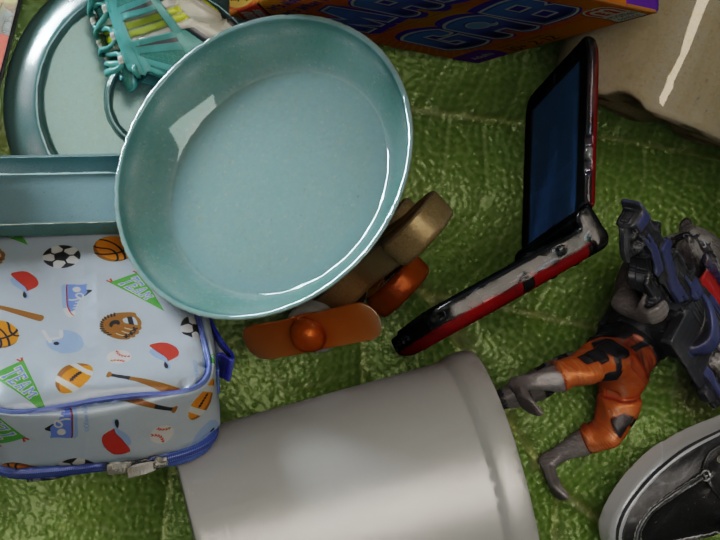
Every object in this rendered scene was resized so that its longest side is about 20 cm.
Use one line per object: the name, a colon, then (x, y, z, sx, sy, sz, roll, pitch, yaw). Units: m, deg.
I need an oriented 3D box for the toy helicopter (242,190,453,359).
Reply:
toy helicopter: (0.000, 0.000, 1.184, 0.079, 0.200, 0.132, 45, 65, -4)

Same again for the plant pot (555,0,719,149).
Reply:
plant pot: (0.218, -0.187, 1.253, 0.199, 0.200, 0.185, 21, 94, -6)

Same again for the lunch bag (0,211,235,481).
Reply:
lunch bag: (-0.162, 0.046, 1.168, 0.159, 0.201, 0.076, -5, 129, -11)

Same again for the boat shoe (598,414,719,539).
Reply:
boat shoe: (0.254, 0.140, 1.265, 0.199, 0.068, 0.072, -26, 124, -13)

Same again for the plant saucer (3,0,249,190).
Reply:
plant saucer: (-0.138, -0.111, 1.263, 0.198, 0.027, 0.202, 1, 85, -9)

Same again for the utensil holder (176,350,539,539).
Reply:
utensil holder: (-0.005, 0.157, 1.188, 0.199, 0.170, 0.171, -15, 87, -7)

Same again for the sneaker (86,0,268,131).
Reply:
sneaker: (-0.142, -0.158, 1.219, 0.200, 0.078, 0.080, 40, 89, -3)

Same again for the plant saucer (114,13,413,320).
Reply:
plant saucer: (-0.055, -0.059, 1.155, 0.199, 0.036, 0.201, -9, 65, 20)

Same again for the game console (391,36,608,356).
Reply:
game console: (0.082, -0.040, 1.200, 0.172, 0.200, 0.119, -28, 86, -8)

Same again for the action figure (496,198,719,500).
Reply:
action figure: (0.168, 0.031, 1.250, 0.193, 0.104, 0.201, -43, 129, -16)

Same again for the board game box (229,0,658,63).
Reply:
board game box: (0.053, -0.258, 1.188, 0.199, 0.199, 0.202, 7, 83, -30)

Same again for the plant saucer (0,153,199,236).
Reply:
plant saucer: (-0.148, -0.048, 1.216, 0.198, 0.019, 0.070, -2, 42, -8)

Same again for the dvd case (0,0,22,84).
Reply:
dvd case: (-0.291, -0.203, 1.252, 0.145, 0.022, 0.202, 13, 84, -7)
